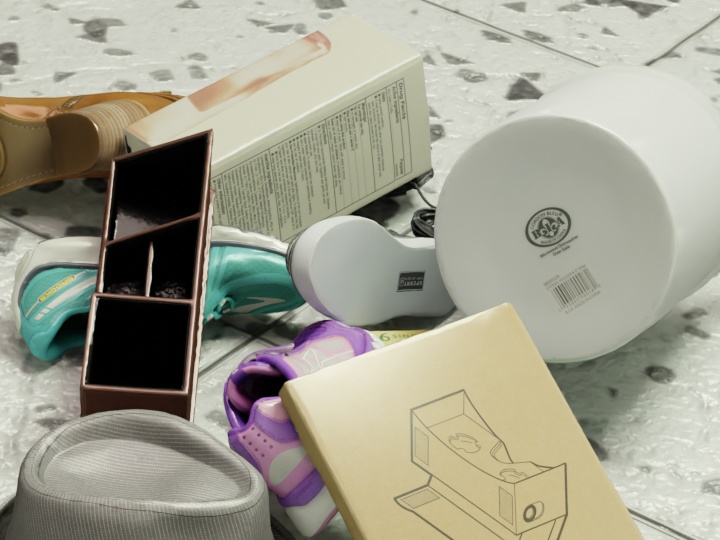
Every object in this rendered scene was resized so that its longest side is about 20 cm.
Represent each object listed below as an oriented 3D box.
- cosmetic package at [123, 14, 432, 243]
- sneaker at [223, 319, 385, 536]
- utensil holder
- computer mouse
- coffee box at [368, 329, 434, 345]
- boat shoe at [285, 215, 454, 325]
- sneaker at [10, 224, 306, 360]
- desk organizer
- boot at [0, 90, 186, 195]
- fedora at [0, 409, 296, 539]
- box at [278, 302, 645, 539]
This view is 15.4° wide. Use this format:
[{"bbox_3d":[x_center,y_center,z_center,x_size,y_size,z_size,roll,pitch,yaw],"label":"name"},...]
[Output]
[{"bbox_3d":[-0.055,-0.084,1.841,0.200,0.104,0.087,-28,42,-27],"label":"cosmetic package"},{"bbox_3d":[-0.039,0.074,1.607,0.088,0.081,0.200,35,21,-13],"label":"sneaker"},{"bbox_3d":[0.149,-0.039,1.721,0.169,0.171,0.200,16,15,16],"label":"utensil holder"},{"bbox_3d":[0.041,-0.052,1.893,0.058,0.034,0.200,-18,35,-17],"label":"computer mouse"},{"bbox_3d":[0.068,0.106,1.643,0.122,0.044,0.200,-1,32,-10],"label":"coffee box"},{"bbox_3d":[0.000,0.000,1.743,0.056,0.069,0.200,13,2,30],"label":"boat shoe"},{"bbox_3d":[-0.127,0.024,1.738,0.199,0.078,0.080,-6,51,-9],"label":"sneaker"},{"bbox_3d":[-0.132,0.010,1.659,0.071,0.077,0.201,4,58,-2],"label":"desk organizer"},{"bbox_3d":[-0.206,-0.100,1.905,0.199,0.077,0.155,-6,5,36],"label":"boot"},{"bbox_3d":[-0.118,0.142,1.510,0.199,0.091,0.177,15,33,14],"label":"fedora"},{"bbox_3d":[0.066,0.127,1.530,0.163,0.021,0.201,-19,70,-28],"label":"box"}]
